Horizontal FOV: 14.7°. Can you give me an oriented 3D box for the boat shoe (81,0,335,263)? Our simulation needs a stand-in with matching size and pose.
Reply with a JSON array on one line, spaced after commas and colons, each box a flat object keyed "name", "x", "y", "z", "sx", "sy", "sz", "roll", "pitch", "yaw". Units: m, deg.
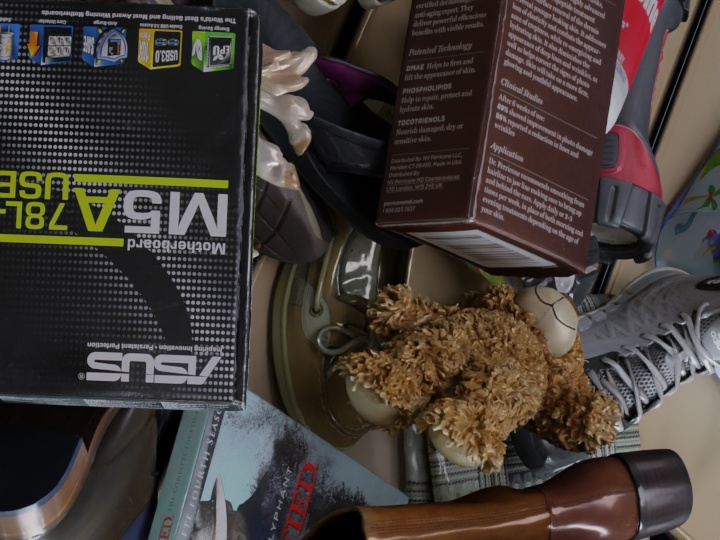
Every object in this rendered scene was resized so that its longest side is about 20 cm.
[{"name": "boat shoe", "x": -0.066, "y": -0.093, "z": 1.480, "sx": 0.073, "sy": 0.074, "sz": 0.200, "roll": -51, "pitch": 120, "yaw": -33}]

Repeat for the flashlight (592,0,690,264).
[{"name": "flashlight", "x": 0.168, "y": -0.105, "z": 1.710, "sx": 0.068, "sy": 0.068, "sz": 0.201, "roll": 22, "pitch": 66, "yaw": -19}]

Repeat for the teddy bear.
[{"name": "teddy bear", "x": 0.067, "y": 0.051, "z": 1.484, "sx": 0.200, "sy": 0.145, "sz": 0.067, "roll": -6, "pitch": 119, "yaw": -47}]

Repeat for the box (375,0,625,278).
[{"name": "box", "x": 0.077, "y": -0.106, "z": 1.464, "sx": 0.100, "sy": 0.075, "sz": 0.201, "roll": 23, "pitch": 73, "yaw": -44}]

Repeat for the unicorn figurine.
[{"name": "unicorn figurine", "x": -0.110, "y": -0.040, "z": 1.406, "sx": 0.137, "sy": 0.074, "sz": 0.201, "roll": 23, "pitch": 89, "yaw": -13}]

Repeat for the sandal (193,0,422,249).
[{"name": "sandal", "x": -0.010, "y": -0.081, "z": 1.460, "sx": 0.200, "sy": 0.048, "sz": 0.076, "roll": 43, "pitch": 43, "yaw": -33}]

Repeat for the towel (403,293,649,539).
[{"name": "towel", "x": 0.097, "y": 0.116, "z": 1.648, "sx": 0.192, "sy": 0.034, "sz": 0.201, "roll": -4, "pitch": 87, "yaw": -46}]

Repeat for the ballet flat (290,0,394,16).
[{"name": "ballet flat", "x": -0.007, "y": -0.173, "z": 1.476, "sx": 0.200, "sy": 0.069, "sz": 0.071, "roll": -11, "pitch": 95, "yaw": -42}]

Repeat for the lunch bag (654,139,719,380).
[{"name": "lunch bag", "x": 0.286, "y": -0.020, "z": 1.799, "sx": 0.200, "sy": 0.082, "sz": 0.161, "roll": -52, "pitch": 122, "yaw": -32}]

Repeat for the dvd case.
[{"name": "dvd case", "x": -0.046, "y": 0.155, "z": 1.479, "sx": 0.200, "sy": 0.022, "sz": 0.147, "roll": 38, "pitch": 61, "yaw": -49}]

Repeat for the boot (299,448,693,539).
[{"name": "boot", "x": 0.054, "y": 0.153, "z": 1.495, "sx": 0.199, "sy": 0.188, "sz": 0.069, "roll": -9, "pitch": 81, "yaw": -23}]

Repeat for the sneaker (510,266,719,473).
[{"name": "sneaker", "x": 0.176, "y": 0.048, "z": 1.631, "sx": 0.200, "sy": 0.115, "sz": 0.075, "roll": -40, "pitch": 112, "yaw": -42}]

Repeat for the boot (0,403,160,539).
[{"name": "boot", "x": -0.135, "y": 0.088, "z": 1.420, "sx": 0.200, "sy": 0.074, "sz": 0.097, "roll": -54, "pitch": 146, "yaw": -42}]

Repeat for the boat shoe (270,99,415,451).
[{"name": "boat shoe", "x": 0.002, "y": 0.000, "z": 1.541, "sx": 0.073, "sy": 0.063, "sz": 0.201, "roll": 22, "pitch": 71, "yaw": -40}]

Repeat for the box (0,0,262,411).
[{"name": "box", "x": -0.149, "y": -0.032, "z": 1.338, "sx": 0.199, "sy": 0.048, "sz": 0.194, "roll": 3, "pitch": 80, "yaw": -1}]

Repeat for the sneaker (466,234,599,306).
[{"name": "sneaker", "x": 0.069, "y": -0.064, "z": 1.581, "sx": 0.078, "sy": 0.090, "sz": 0.201, "roll": -32, "pitch": 124, "yaw": -29}]

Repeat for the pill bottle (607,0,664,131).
[{"name": "pill bottle", "x": 0.129, "y": -0.183, "z": 1.645, "sx": 0.112, "sy": 0.112, "sz": 0.201, "roll": 40, "pitch": 60, "yaw": -33}]
